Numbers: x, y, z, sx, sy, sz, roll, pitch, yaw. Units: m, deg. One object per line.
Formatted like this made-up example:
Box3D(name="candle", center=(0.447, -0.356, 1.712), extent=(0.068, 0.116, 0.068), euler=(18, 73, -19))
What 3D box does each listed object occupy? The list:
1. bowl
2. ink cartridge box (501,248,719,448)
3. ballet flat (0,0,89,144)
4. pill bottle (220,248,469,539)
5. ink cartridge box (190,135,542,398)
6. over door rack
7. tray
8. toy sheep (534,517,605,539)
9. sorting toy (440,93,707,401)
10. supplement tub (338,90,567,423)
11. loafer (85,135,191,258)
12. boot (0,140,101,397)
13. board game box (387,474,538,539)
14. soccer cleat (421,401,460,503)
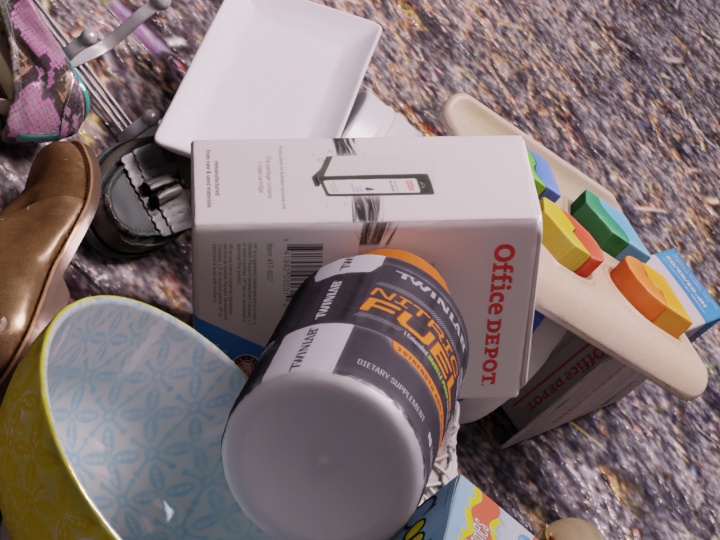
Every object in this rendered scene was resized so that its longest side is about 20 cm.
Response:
Box3D(name="bowl", center=(-0.121, 0.124, 1.175), extent=(0.200, 0.108, 0.200), euler=(38, 28, -24))
Box3D(name="ink cartridge box", center=(0.163, 0.053, 1.632), extent=(0.068, 0.115, 0.200), euler=(54, 30, 13))
Box3D(name="ballet flat", center=(-0.237, -0.162, 1.415), extent=(0.071, 0.069, 0.200), euler=(-13, 65, -36))
Box3D(name="pill bottle", center=(-0.001, 0.058, 1.214), extent=(0.106, 0.106, 0.200), euler=(43, 25, -9))
Box3D(name="ink cartridge box", center=(0.000, 0.000, 1.358), extent=(0.200, 0.146, 0.084), euler=(-1, 42, -5))
Box3D(name="over door rack", center=(-0.137, -0.169, 1.545), extent=(0.148, 0.067, 0.200), euler=(53, 30, 6))
Box3D(name="tray", center=(-0.057, -0.115, 1.474), extent=(0.107, 0.022, 0.200), euler=(17, 40, 2))
Box3D(name="toy sheep", center=(0.137, 0.238, 1.371), extent=(0.138, 0.138, 0.200), euler=(24, 42, -36))
Box3D(name="sorting toy", center=(0.146, -0.021, 1.522), extent=(0.185, 0.036, 0.200), euler=(31, 26, -36))
Box3D(name="supplement tub", center=(0.035, -0.007, 1.517), extent=(0.200, 0.132, 0.132), euler=(41, 30, -11))
Box3D(name="loafer", center=(-0.108, -0.062, 1.451), extent=(0.072, 0.063, 0.200), euler=(65, 29, -3))
Box3D(name="boot", center=(-0.198, -0.018, 1.291), extent=(0.075, 0.074, 0.200), euler=(28, 37, -15))
Box3D(name="board game box", center=(0.013, 0.216, 1.157), extent=(0.103, 0.200, 0.105), euler=(41, 31, -13))
Box3D(name="soccer cleat", center=(0.033, 0.113, 1.420), extent=(0.069, 0.085, 0.200), euler=(14, 44, -45))
